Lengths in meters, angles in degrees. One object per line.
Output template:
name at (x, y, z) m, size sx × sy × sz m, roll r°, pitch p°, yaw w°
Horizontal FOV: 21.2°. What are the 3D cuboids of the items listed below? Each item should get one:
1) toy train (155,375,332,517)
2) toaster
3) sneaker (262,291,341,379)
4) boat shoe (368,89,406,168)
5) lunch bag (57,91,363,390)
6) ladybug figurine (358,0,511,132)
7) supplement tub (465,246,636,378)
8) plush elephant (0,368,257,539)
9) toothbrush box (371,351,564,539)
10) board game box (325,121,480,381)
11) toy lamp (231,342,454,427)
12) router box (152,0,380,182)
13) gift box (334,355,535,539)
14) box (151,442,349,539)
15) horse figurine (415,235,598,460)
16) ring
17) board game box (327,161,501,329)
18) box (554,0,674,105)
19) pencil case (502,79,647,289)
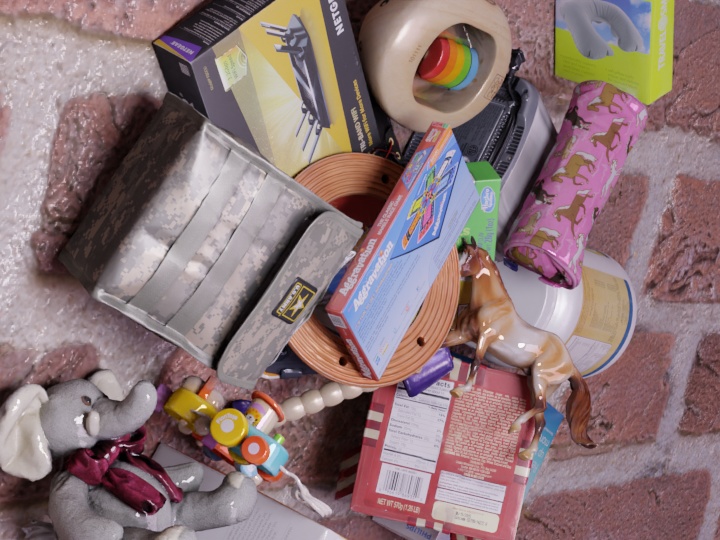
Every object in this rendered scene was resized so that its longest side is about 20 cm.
toy train at (-0.094, 0.138, 1.615) m, size 0.150 × 0.200 × 0.056 m, roll 41°, pitch 77°, yaw -30°
toaster at (0.120, -0.105, 1.860) m, size 0.200 × 0.113 × 0.129 m, roll -65°, pitch 150°, yaw -14°
sneaker at (-0.052, 0.056, 1.679) m, size 0.200 × 0.078 × 0.080 m, roll 22°, pitch 105°, yaw -16°
boat shoe at (0.012, -0.102, 1.752) m, size 0.074 × 0.063 × 0.202 m, roll -32°, pitch 130°, yaw -36°
lunch bag at (-0.106, -0.012, 1.507) m, size 0.200 × 0.118 × 0.164 m, roll 34°, pitch 92°, yaw -32°
ladybug figurine at (0.062, -0.192, 1.696) m, size 0.136 × 0.072 × 0.200 m, roll -59°, pitch 149°, yaw 8°
supplement tub at (0.185, 0.034, 1.993) m, size 0.200 × 0.144 × 0.145 m, roll 15°, pitch 95°, yaw -56°
plush elephant at (-0.199, 0.149, 1.519) m, size 0.165 × 0.199 × 0.155 m, roll -28°, pitch 108°, yaw -61°
toothbrush box at (0.116, 0.209, 2.045) m, size 0.200 × 0.085 × 0.146 m, roll -62°, pitch 146°, yaw -8°
board game box at (0.038, -0.017, 1.614) m, size 0.200 × 0.019 × 0.103 m, roll -60°, pitch 147°, yaw -25°
toy lamp at (-0.013, 0.108, 1.736) m, size 0.199 × 0.058 × 0.058 m, roll -21°, pitch 136°, yaw 0°
router box at (-0.073, -0.146, 1.595) m, size 0.157 × 0.052 × 0.200 m, roll -40°, pitch 137°, yaw -23°
gift box at (0.074, 0.180, 1.847) m, size 0.187 × 0.184 × 0.201 m, roll 55°, pitch 52°, yaw -84°
box at (-0.090, 0.251, 1.670) m, size 0.107 × 0.200 × 0.152 m, roll -63°, pitch 146°, yaw -7°
horse figurine at (0.136, 0.081, 1.722) m, size 0.133 × 0.200 × 0.050 m, roll -58°, pitch -170°, yaw -27°
ring at (0.000, 0.000, 1.639) m, size 0.200 × 0.019 × 0.201 m, roll 6°, pitch 79°, yaw -33°
board game box at (0.022, -0.015, 1.733) m, size 0.199 × 0.040 × 0.153 m, roll -6°, pitch 118°, yaw -15°
box at (0.258, -0.278, 1.947) m, size 0.048 × 0.122 × 0.201 m, roll -34°, pitch 133°, yaw -39°
pencil case at (0.206, -0.083, 1.823) m, size 0.083 × 0.086 × 0.200 m, roll 31°, pitch 72°, yaw -19°
